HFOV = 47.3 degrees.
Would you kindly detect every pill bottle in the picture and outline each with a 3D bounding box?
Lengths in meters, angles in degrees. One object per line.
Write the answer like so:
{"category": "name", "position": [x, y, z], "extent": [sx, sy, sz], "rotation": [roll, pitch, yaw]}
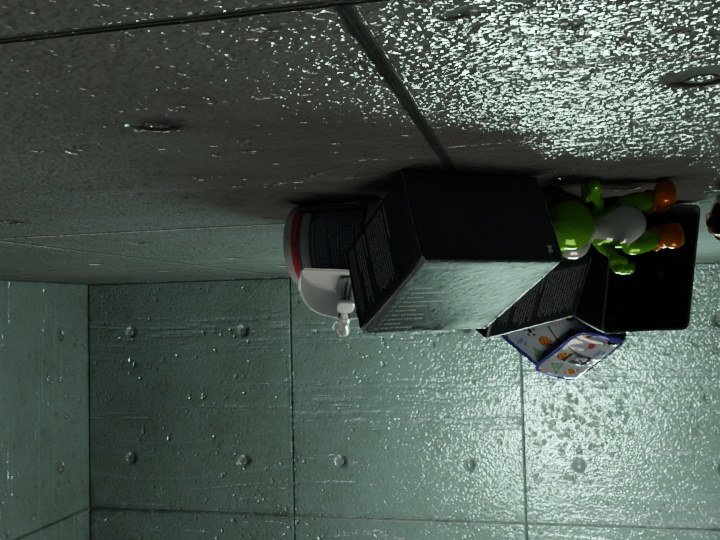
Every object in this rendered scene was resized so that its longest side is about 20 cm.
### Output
{"category": "pill bottle", "position": [-0.004, -0.040, 1.213], "extent": [0.196, 0.122, 0.119], "rotation": [-2, 177, 18]}

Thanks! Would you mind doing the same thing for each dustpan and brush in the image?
{"category": "dustpan and brush", "position": [-0.022, 0.053, 1.207], "extent": [0.136, 0.059, 0.200], "rotation": [3, 165, -2]}

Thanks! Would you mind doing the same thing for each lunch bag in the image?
{"category": "lunch bag", "position": [0.366, 0.100, 1.510], "extent": [0.124, 0.199, 0.171], "rotation": [-46, 174, -39]}

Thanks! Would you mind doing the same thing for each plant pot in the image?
{"category": "plant pot", "position": [0.417, -0.014, 1.362], "extent": [0.196, 0.204, 0.176], "rotation": [0, -173, -30]}

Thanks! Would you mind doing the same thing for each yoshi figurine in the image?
{"category": "yoshi figurine", "position": [0.317, -0.059, 1.061], "extent": [0.196, 0.114, 0.113], "rotation": [-10, -141, -3]}

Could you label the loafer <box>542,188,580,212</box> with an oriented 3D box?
{"category": "loafer", "position": [0.280, -0.075, 1.203], "extent": [0.066, 0.078, 0.199], "rotation": [-2, 167, 27]}

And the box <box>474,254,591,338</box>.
{"category": "box", "position": [0.233, 0.007, 1.285], "extent": [0.197, 0.109, 0.148], "rotation": [-10, -147, -34]}

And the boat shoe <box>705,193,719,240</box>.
{"category": "boat shoe", "position": [0.529, -0.077, 1.182], "extent": [0.061, 0.073, 0.200], "rotation": [-17, 168, 9]}

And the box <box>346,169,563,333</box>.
{"category": "box", "position": [0.111, -0.018, 1.039], "extent": [0.196, 0.126, 0.197], "rotation": [0, 154, -25]}
